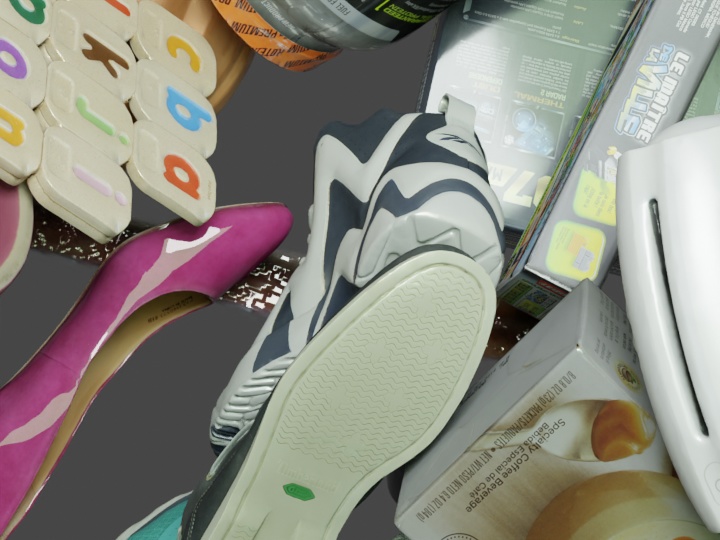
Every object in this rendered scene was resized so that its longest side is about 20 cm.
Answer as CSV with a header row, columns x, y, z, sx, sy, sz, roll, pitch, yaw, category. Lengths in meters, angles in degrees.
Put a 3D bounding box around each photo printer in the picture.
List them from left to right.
x,y,z,sx,sy,sz,roll,pitch,yaw,category
0.182,0.015,1.089,0.199,0.069,0.168,-8,83,-48,photo printer

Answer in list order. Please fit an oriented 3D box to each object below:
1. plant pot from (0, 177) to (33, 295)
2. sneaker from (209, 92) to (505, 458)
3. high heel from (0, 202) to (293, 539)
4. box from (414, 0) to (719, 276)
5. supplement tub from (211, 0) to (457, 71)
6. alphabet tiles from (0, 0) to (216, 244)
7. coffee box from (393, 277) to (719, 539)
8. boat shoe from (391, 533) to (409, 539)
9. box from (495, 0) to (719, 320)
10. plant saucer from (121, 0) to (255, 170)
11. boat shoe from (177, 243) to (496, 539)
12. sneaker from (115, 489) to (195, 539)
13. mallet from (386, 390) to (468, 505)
x,y,z,sx,sy,sz,roll,pitch,yaw,category
-0.241,-0.006,1.134,0.199,0.179,0.201,30,44,-35,plant pot
0.000,0.000,1.220,0.079,0.200,0.130,21,40,-12,sneaker
-0.106,0.046,1.235,0.199,0.067,0.097,-29,73,5,high heel
0.129,-0.080,1.289,0.198,0.051,0.159,13,80,-3,box
0.023,-0.181,1.217,0.199,0.122,0.123,-34,82,27,supplement tub
-0.139,-0.106,1.177,0.195,0.015,0.201,33,36,-32,alphabet tiles
0.125,0.118,1.133,0.200,0.080,0.114,42,109,-10,coffee box
0.048,0.136,1.227,0.199,0.074,0.068,-38,61,9,boat shoe
0.124,-0.076,1.206,0.035,0.110,0.201,27,82,-1,box
-0.141,-0.144,1.285,0.198,0.037,0.202,1,79,-6,plant saucer
-0.016,0.065,1.144,0.072,0.068,0.201,29,109,-18,boat shoe
-0.114,0.172,1.205,0.200,0.080,0.078,-40,85,-12,sneaker
0.105,0.057,1.254,0.199,0.066,0.041,-20,59,-10,mallet
